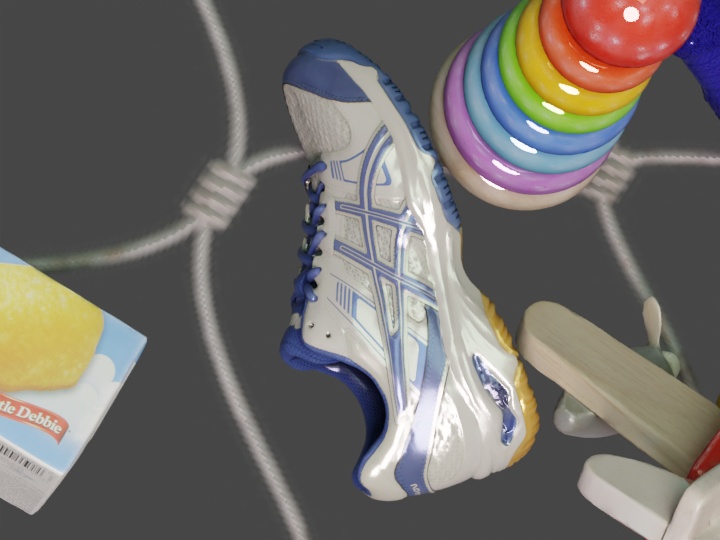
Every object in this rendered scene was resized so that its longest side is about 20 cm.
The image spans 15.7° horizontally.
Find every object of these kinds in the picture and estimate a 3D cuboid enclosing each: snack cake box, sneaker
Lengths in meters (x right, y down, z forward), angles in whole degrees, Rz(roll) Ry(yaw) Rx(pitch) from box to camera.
[{"bbox_3d":[-0.192,0.013,1.033,0.200,0.115,0.067,32,73,-5],"label":"snack cake box"},{"bbox_3d":[0.000,0.000,1.099,0.088,0.075,0.200,-22,81,-11],"label":"sneaker"}]

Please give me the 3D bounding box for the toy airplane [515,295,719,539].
[{"bbox_3d":[0.172,0.088,1.075,0.199,0.141,0.200,-3,51,-5],"label":"toy airplane"}]

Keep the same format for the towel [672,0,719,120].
[{"bbox_3d":[0.177,-0.147,1.125,0.200,0.049,0.148,47,63,-37],"label":"towel"}]

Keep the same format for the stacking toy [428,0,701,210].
[{"bbox_3d":[0.090,-0.086,1.070,0.085,0.200,0.086,2,78,-12],"label":"stacking toy"}]
